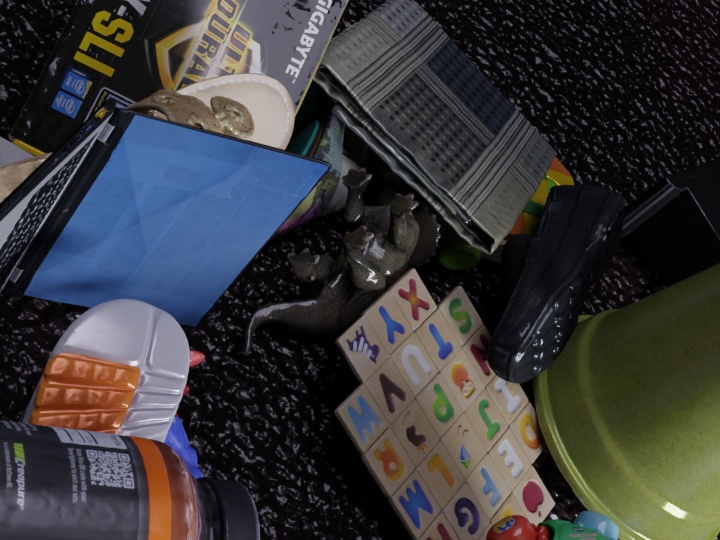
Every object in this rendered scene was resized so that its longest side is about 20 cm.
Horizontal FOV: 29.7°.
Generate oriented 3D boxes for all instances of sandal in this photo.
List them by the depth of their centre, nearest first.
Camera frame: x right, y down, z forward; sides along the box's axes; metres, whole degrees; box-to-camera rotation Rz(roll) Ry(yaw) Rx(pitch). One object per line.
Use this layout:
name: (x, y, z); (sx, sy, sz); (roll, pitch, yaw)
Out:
sandal: (-0.163, 0.112, 0.748); (0.079, 0.059, 0.208); (28, 71, -25)
sandal: (-0.123, -0.067, 0.811); (0.211, 0.070, 0.078); (-23, 92, -20)

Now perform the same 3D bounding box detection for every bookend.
bookend: (0.343, 0.005, 1.172); (0.198, 0.092, 0.201); (-18, 72, -41)

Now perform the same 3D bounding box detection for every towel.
towel: (0.055, -0.115, 1.024); (0.193, 0.035, 0.200); (46, 32, -3)

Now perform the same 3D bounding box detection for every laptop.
laptop: (-0.143, 0.011, 0.745); (0.116, 0.187, 0.200); (39, 44, -5)

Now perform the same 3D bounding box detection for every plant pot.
plant pot: (0.259, 0.079, 0.977); (0.200, 0.184, 0.201); (25, 45, -28)

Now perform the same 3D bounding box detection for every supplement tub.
supplement tub: (-0.152, 0.129, 0.656); (0.199, 0.107, 0.107); (12, 53, -28)

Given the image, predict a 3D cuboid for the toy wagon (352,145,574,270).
toy wagon: (0.086, -0.069, 1.076); (0.199, 0.040, 0.156); (19, 50, -25)

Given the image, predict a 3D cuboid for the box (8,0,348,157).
box: (-0.115, -0.132, 0.891); (0.159, 0.049, 0.201); (26, 79, -6)

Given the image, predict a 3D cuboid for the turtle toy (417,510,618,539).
turtle toy: (0.096, 0.206, 0.827); (0.199, 0.146, 0.101); (4, 37, -33)

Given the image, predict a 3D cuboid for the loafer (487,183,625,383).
loafer: (0.133, 0.005, 0.999); (0.070, 0.068, 0.201); (17, 46, 21)

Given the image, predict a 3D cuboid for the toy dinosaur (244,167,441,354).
toy dinosaur: (0.000, 0.000, 0.931); (0.077, 0.103, 0.200); (17, 57, 27)

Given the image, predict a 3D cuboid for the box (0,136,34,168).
box: (-0.226, -0.055, 0.839); (0.199, 0.041, 0.039); (30, 47, -13)

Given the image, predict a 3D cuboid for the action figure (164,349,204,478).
action figure: (-0.075, 0.146, 0.780); (0.098, 0.065, 0.201); (4, 56, -18)

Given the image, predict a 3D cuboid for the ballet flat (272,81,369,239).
ballet flat: (-0.026, -0.089, 0.995); (0.071, 0.069, 0.201); (32, 42, -22)

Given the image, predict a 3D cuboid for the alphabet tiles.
alphabet tiles: (0.061, 0.105, 0.915); (0.166, 0.006, 0.201); (-41, 104, -46)
